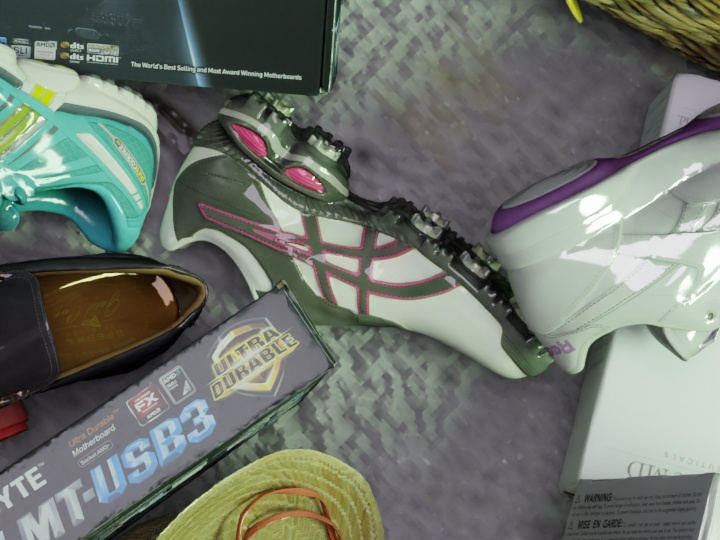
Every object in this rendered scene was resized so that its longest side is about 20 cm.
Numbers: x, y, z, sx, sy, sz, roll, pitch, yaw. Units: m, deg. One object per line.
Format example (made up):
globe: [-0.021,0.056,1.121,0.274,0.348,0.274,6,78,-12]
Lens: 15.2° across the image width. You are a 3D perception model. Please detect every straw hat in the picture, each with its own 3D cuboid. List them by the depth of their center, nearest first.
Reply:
straw hat: [-0.082,0.161,1.229,0.085,0.201,0.202,25,78,39]

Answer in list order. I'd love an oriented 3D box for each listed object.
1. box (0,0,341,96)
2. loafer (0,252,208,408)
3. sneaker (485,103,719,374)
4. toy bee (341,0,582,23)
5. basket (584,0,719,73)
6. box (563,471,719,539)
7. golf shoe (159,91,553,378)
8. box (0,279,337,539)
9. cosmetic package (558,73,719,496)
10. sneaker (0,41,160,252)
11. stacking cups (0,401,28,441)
box: [-0.105,-0.170,1.253,0.198,0.044,0.162,5,107,3]
loafer: [-0.159,0.026,1.206,0.199,0.072,0.073,-19,90,-38]
sneaker: [0.160,-0.020,1.223,0.199,0.075,0.100,-22,97,-1]
toy bee: [0.064,-0.169,1.278,0.200,0.109,0.131,-41,89,-9]
basket: [0.199,-0.171,1.237,0.199,0.142,0.150,25,80,-32]
box: [0.192,0.170,1.205,0.199,0.112,0.102,22,74,-25]
golf shoe: [0.000,0.000,1.277,0.199,0.077,0.088,36,97,6]
box: [-0.108,0.088,1.183,0.199,0.199,0.050,-35,88,-8]
cosmetic package: [0.167,0.019,1.280,0.101,0.074,0.202,13,80,-2]
sneaker: [-0.173,-0.059,1.220,0.199,0.077,0.080,14,71,-36]
stacking cups: [-0.211,-0.011,1.265,0.060,0.061,0.201,-20,89,-7]
